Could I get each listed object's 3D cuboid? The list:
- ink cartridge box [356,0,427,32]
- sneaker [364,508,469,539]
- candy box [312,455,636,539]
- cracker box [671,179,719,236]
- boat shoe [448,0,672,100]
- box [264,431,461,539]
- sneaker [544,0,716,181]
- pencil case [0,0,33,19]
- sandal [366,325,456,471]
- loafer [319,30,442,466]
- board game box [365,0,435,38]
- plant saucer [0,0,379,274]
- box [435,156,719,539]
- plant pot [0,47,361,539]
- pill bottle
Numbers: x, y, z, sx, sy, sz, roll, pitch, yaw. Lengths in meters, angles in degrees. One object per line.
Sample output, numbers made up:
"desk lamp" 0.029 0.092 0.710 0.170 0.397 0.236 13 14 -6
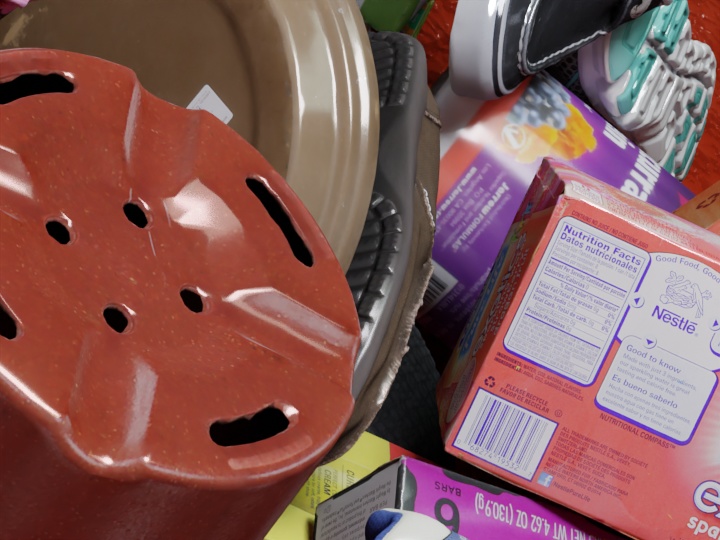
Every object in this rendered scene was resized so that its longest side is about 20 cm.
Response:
"ink cartridge box" 0.057 -0.207 1.149 0.076 0.148 0.200 37 55 4
"sneaker" -0.028 0.154 0.867 0.088 0.200 0.075 44 3 -8
"candy box" 0.048 0.177 0.969 0.136 0.061 0.201 20 59 -26
"cracker box" 0.160 0.073 1.112 0.200 0.134 0.058 55 6 -11
"boat shoe" 0.100 -0.130 1.141 0.067 0.072 0.200 18 43 22
"box" 0.004 0.102 1.056 0.199 0.050 0.076 26 41 -21
"sneaker" 0.099 -0.085 1.267 0.091 0.200 0.078 21 75 19
"pencil case" -0.160 -0.079 0.966 0.090 0.200 0.094 13 55 -31
"sandal" -0.033 0.026 1.090 0.200 0.045 0.075 34 40 -41
"loafer" 0.000 0.000 1.040 0.201 0.073 0.071 -72 146 -43
"board game box" 0.022 -0.139 1.277 0.030 0.096 0.200 26 38 -3
"plant saucer" -0.083 -0.041 0.996 0.029 0.200 0.201 17 40 -56
"box" 0.135 0.049 1.027 0.199 0.103 0.095 24 9 -5
"plant pot" -0.111 0.052 0.843 0.200 0.195 0.201 25 39 -22
"pill bottle" 0.094 0.006 1.185 0.200 0.111 0.112 39 36 -5
